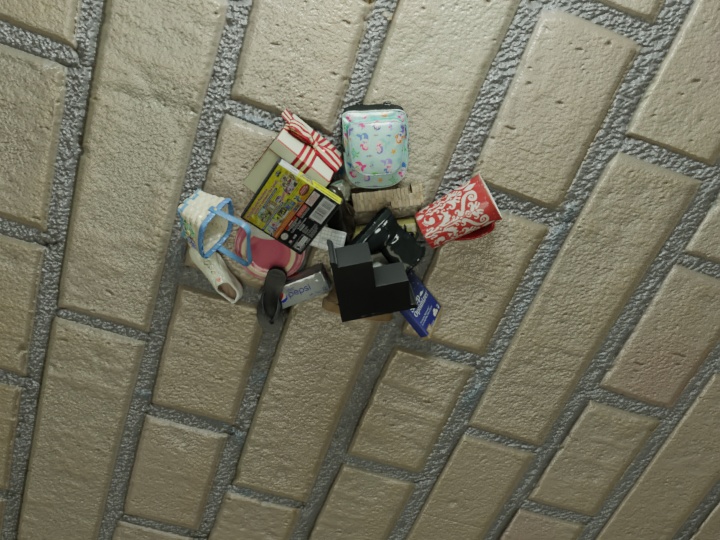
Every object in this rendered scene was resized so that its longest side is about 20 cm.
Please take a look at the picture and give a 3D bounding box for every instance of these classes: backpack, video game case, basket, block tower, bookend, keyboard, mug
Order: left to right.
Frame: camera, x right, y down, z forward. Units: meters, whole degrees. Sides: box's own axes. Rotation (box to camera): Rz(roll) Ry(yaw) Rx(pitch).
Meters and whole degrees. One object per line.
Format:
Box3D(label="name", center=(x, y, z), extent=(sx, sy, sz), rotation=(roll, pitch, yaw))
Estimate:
Box3D(label="basket", center=(-0.370, -0.102, 1.565), extent=(0.199, 0.139, 0.177), rotation=(24, 145, 9))
Box3D(label="video game case", center=(-0.169, -0.150, 1.455), extent=(0.180, 0.026, 0.200), rotation=(32, 127, -15))
Box3D(label="keyboard", center=(-0.136, -0.096, 1.539), extent=(0.199, 0.011, 0.057), rotation=(16, 101, 8))
Box3D(label="bookend", center=(0.030, 0.011, 1.483), extent=(0.197, 0.092, 0.201), rotation=(-11, 130, -1))
Box3D(label="backpack", center=(0.038, -0.306, 1.506), extent=(0.176, 0.151, 0.201), rotation=(-2, 120, -1))
Box3D(label="block tower", center=(0.068, -0.198, 1.601), extent=(0.199, 0.054, 0.058), rotation=(-8, 114, 2))
Box3D(label="mug", center=(0.267, -0.133, 1.596), extent=(0.199, 0.134, 0.178), rotation=(-27, 111, 15))

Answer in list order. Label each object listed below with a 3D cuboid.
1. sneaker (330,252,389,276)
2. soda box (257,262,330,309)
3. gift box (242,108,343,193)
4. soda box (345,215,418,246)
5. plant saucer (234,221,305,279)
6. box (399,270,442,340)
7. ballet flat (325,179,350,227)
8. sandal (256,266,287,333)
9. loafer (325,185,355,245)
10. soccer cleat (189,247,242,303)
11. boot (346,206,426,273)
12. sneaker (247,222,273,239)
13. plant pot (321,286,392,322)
Box3D(label="sneaker", center=(0.000, 0.000, 1.639), extent=(0.199, 0.146, 0.081), rotation=(-12, 82, -20))
Box3D(label="soda box", center=(-0.187, 0.052, 1.707), extent=(0.199, 0.064, 0.069), rotation=(-21, 113, 9))
Box3D(label="gift box", center=(-0.164, -0.274, 1.497), extent=(0.184, 0.201, 0.187), rotation=(35, 125, -20))
Box3D(label="soda box", center=(0.055, -0.095, 1.644), extent=(0.199, 0.064, 0.068), rotation=(-9, 115, 3))
Box3D(label="plant saucer", center=(-0.252, -0.058, 1.663), extent=(0.199, 0.051, 0.202), rotation=(0, 116, -1))
Box3D(label="box", center=(0.151, 0.086, 1.700), extent=(0.032, 0.121, 0.200), rotation=(-21, 118, 44))
Box3D(label="ballet flat", center=(-0.079, -0.148, 1.612), extent=(0.071, 0.072, 0.201), rotation=(9, 111, -5))
Box3D(label="sandal", center=(-0.249, 0.087, 1.664), extent=(0.076, 0.043, 0.201), rotation=(7, 113, -3))
Box3D(label="loafer", center=(-0.055, -0.151, 1.532), extent=(0.073, 0.071, 0.200), rotation=(24, 152, 23))
Box3D(label="soccer cleat", center=(-0.402, 0.007, 1.676), extent=(0.069, 0.078, 0.200), rotation=(-34, 111, 14))
Box3D(label="boot", center=(0.063, -0.048, 1.556), extent=(0.198, 0.073, 0.163), rotation=(-47, 104, -13))
Box3D(label="sneaker", center=(-0.197, -0.123, 1.593), extent=(0.199, 0.082, 0.074), rotation=(-2, 97, 9))
Box3D(label="plant pot", center=(-0.002, 0.075, 1.660), extent=(0.200, 0.201, 0.093), rotation=(12, 95, -6))
